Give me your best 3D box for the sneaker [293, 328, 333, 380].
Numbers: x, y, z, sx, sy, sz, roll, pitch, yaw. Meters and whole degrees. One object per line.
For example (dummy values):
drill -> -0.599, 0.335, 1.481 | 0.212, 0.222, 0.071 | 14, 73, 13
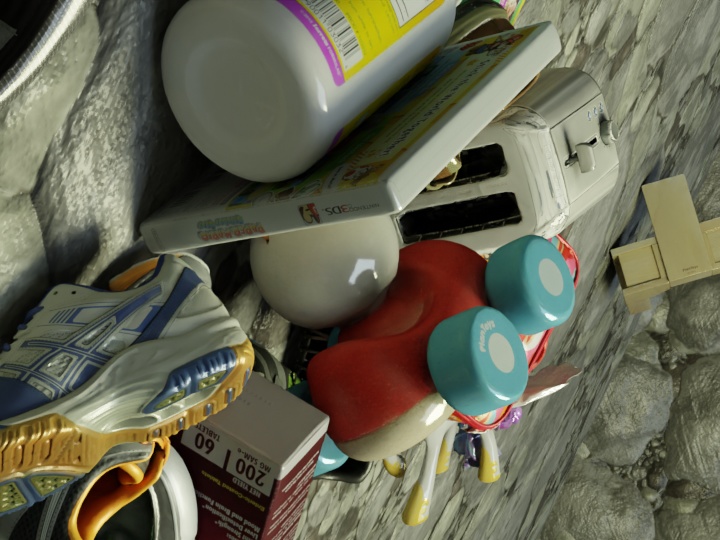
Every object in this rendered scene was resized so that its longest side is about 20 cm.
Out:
sneaker -> -0.017, 0.058, 1.034 | 0.107, 0.074, 0.200 | -57, 161, -19

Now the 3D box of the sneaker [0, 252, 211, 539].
sneaker -> -0.133, 0.080, 0.745 | 0.201, 0.077, 0.078 | -59, 159, -20

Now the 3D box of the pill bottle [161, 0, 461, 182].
pill bottle -> -0.014, -0.137, 0.745 | 0.200, 0.103, 0.105 | -45, 154, -45

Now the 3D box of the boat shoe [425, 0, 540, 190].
boat shoe -> 0.036, -0.092, 0.908 | 0.200, 0.074, 0.076 | -44, 161, 12

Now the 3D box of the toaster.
toaster -> 0.088, -0.076, 1.009 | 0.129, 0.198, 0.115 | -38, 116, -58

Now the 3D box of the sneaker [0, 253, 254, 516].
sneaker -> -0.154, 0.056, 0.677 | 0.199, 0.089, 0.076 | -20, 154, -33

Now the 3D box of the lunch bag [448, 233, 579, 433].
lunch bag -> 0.108, 0.037, 1.217 | 0.176, 0.082, 0.201 | 41, 72, -33

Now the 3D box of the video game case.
video game case -> -0.003, -0.076, 0.767 | 0.200, 0.181, 0.023 | -45, 118, -44

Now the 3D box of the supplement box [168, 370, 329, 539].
supplement box -> -0.098, 0.153, 0.863 | 0.061, 0.108, 0.202 | -43, 155, -49

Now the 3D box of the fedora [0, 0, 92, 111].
fedora -> -0.145, -0.134, 0.413 | 0.176, 0.090, 0.202 | -19, 138, -63

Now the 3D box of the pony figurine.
pony figurine -> 0.099, 0.130, 1.337 | 0.192, 0.166, 0.202 | -23, 129, -29

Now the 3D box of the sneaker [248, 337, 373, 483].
sneaker -> -0.052, 0.104, 0.950 | 0.199, 0.082, 0.071 | 36, 83, -51

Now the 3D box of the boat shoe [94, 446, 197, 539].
boat shoe -> -0.155, 0.188, 0.833 | 0.066, 0.070, 0.201 | -42, 158, -53

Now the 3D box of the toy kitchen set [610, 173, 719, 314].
toy kitchen set -> 0.512, -0.047, 2.226 | 0.180, 0.198, 0.165 | 40, 35, -71

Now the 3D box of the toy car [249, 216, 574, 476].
toy car -> 0.000, 0.000, 0.867 | 0.183, 0.201, 0.177 | -25, -165, 39

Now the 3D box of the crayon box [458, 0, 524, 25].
crayon box -> 0.102, -0.262, 0.968 | 0.202, 0.058, 0.119 | -65, 161, 3
